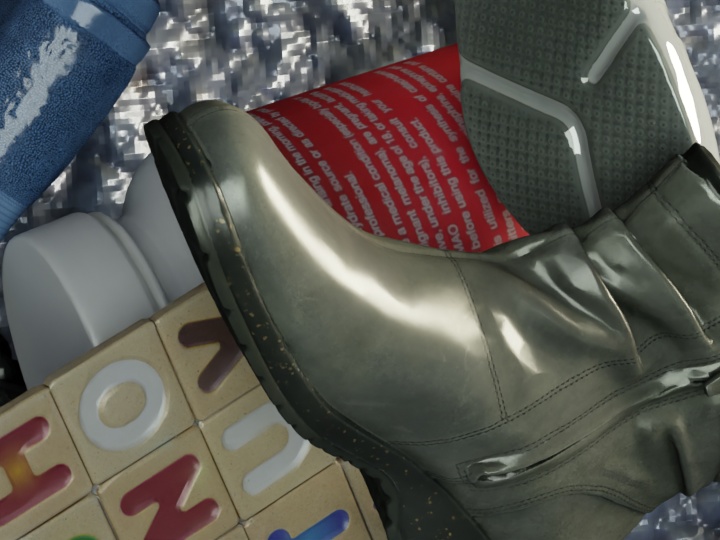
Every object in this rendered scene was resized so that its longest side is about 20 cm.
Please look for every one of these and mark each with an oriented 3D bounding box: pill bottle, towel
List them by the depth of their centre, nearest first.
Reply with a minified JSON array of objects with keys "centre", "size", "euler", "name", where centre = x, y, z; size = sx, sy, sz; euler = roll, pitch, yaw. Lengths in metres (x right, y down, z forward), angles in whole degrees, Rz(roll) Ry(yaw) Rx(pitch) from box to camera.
[{"centre":[0.000,0.000,0.772],"size":[0.199,0.112,0.113],"euler":[-19,101,-23],"name":"pill bottle"},{"centre":[-0.133,-0.020,0.776],"size":[0.048,0.112,0.200],"euler":[38,91,-23],"name":"towel"}]

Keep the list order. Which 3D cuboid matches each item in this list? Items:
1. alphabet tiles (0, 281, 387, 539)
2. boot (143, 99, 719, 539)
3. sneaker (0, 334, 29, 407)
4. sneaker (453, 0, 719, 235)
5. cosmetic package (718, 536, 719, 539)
[{"centre":[-0.035,0.105,0.710],"size":[0.167,0.008,0.201],"euler":[-32,118,-20],"name":"alphabet tiles"},{"centre":[0.039,0.002,0.663],"size":[0.130,0.068,0.200],"euler":[-33,128,4],"name":"boot"},{"centre":[-0.138,0.071,0.810],"size":[0.199,0.071,0.099],"euler":[-19,101,-7],"name":"sneaker"},{"centre":[0.055,-0.089,0.729],"size":[0.070,0.080,0.201],"euler":[-33,79,35],"name":"sneaker"},{"centre":[0.163,0.113,0.839],"size":[0.084,0.108,0.201],"euler":[21,96,-11],"name":"cosmetic package"}]
